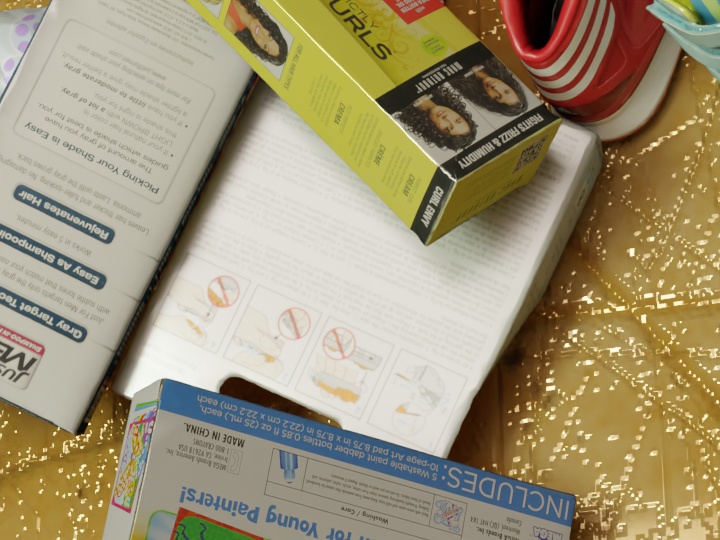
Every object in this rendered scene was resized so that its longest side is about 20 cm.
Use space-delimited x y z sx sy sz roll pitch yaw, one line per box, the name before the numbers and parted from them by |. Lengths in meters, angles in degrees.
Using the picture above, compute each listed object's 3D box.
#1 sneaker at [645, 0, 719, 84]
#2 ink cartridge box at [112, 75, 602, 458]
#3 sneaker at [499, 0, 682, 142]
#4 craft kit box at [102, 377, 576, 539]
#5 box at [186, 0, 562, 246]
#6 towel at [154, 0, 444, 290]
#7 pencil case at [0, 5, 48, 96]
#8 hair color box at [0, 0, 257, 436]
sneaker | 0.180 -0.078 1.004 0.079 0.130 0.201 -32 67 17
ink cartridge box | 0.000 0.000 1.094 0.160 0.047 0.201 24 82 14
sneaker | 0.123 -0.169 1.083 0.078 0.116 0.201 9 74 28
craft kit box | -0.018 0.166 0.981 0.048 0.199 0.198 -31 45 61
box | -0.007 -0.106 1.058 0.075 0.050 0.200 -30 68 -34
towel | -0.039 -0.081 1.158 0.146 0.030 0.201 6 72 11
pencil case | -0.223 -0.085 1.182 0.199 0.091 0.084 -7 85 7
hair color box | -0.130 -0.035 1.094 0.100 0.061 0.201 26 83 -2
